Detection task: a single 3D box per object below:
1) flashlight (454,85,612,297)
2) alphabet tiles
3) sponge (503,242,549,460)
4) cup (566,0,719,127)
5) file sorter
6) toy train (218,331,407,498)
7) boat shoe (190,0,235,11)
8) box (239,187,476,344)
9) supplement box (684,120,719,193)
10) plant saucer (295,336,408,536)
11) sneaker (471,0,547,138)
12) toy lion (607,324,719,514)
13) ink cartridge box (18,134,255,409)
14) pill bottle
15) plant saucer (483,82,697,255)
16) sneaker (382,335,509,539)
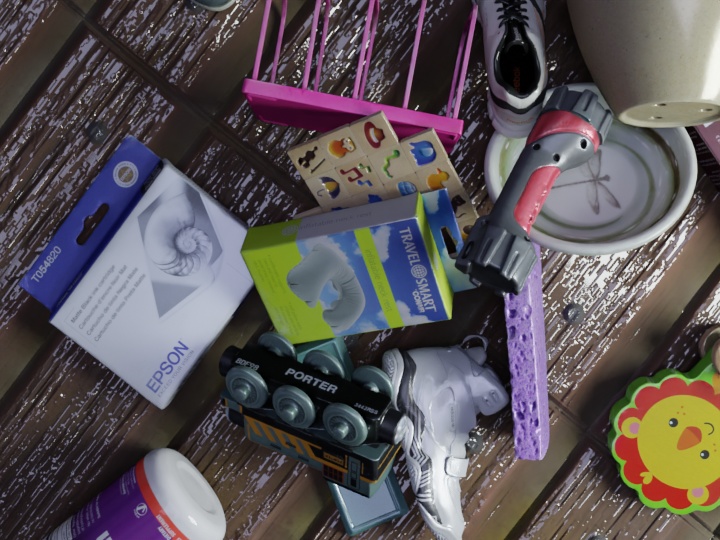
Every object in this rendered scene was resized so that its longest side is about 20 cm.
[{"bbox_3d":[0.161,-0.070,0.891,0.068,0.067,0.202,41,64,-29],"label":"flashlight"},{"bbox_3d":[0.021,-0.051,0.931,0.165,0.008,0.201,-18,123,23],"label":"alphabet tiles"},{"bbox_3d":[0.160,0.073,0.958,0.029,0.111,0.203,-3,92,15],"label":"sponge"},{"bbox_3d":[0.282,-0.210,0.896,0.197,0.200,0.146,1,86,1],"label":"cup"},{"bbox_3d":[0.003,-0.197,0.941,0.197,0.139,0.127,11,89,0],"label":"file sorter"},{"bbox_3d":[-0.048,0.138,0.950,0.198,0.085,0.115,18,128,20],"label":"toy train"},{"bbox_3d":[-0.187,-0.347,0.974,0.072,0.062,0.202,-31,91,2],"label":"boat shoe"},{"bbox_3d":[0.000,0.000,0.940,0.197,0.048,0.123,-10,124,17],"label":"box"},{"bbox_3d":[0.406,-0.103,0.974,0.108,0.061,0.201,-34,90,3],"label":"supplement box"},{"bbox_3d":[-0.017,0.167,1.012,0.069,0.019,0.202,-21,92,2],"label":"plant saucer"},{"bbox_3d":[0.149,-0.234,0.953,0.073,0.080,0.203,-8,76,4],"label":"sneaker"},{"bbox_3d":[0.356,0.168,0.989,0.199,0.069,0.192,38,99,-1],"label":"toy lion"},{"bbox_3d":[-0.215,-0.001,0.997,0.199,0.041,0.201,37,92,0],"label":"ink cartridge box"},{"bbox_3d":[-0.236,0.274,0.970,0.199,0.112,0.113,-39,91,2],"label":"pill bottle"},{"bbox_3d":[0.218,-0.090,0.958,0.197,0.050,0.203,-5,57,7],"label":"plant saucer"},{"bbox_3d":[0.097,0.164,0.980,0.113,0.075,0.203,-16,88,4],"label":"sneaker"}]
